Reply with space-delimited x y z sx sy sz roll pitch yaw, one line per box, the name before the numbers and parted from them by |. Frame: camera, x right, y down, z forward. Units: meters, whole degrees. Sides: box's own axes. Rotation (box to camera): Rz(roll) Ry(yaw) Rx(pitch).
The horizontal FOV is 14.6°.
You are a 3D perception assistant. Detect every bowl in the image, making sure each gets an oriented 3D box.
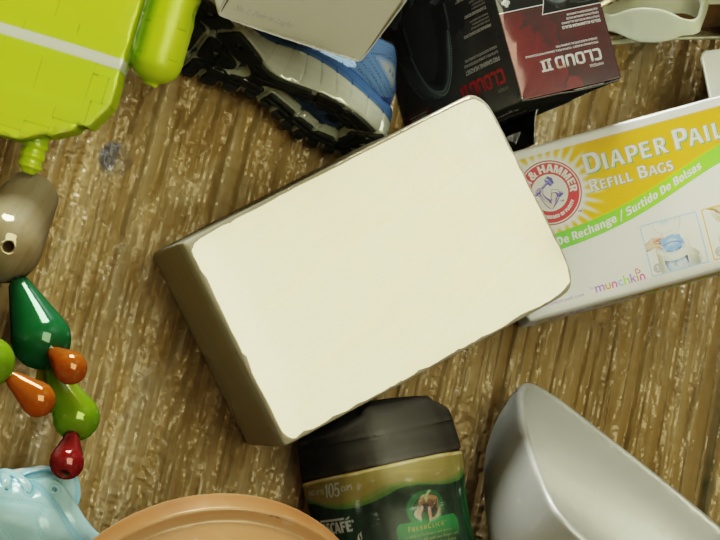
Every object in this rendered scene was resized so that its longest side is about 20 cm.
bowl | 0.150 0.175 1.678 0.199 0.200 0.075 38 107 -15

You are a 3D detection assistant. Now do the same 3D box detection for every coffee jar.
coffee jar | 0.024 0.176 1.642 0.085 0.104 0.202 -9 84 -25

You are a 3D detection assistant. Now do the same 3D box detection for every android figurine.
android figurine | -0.183 -0.158 1.599 0.181 0.041 0.202 15 89 2

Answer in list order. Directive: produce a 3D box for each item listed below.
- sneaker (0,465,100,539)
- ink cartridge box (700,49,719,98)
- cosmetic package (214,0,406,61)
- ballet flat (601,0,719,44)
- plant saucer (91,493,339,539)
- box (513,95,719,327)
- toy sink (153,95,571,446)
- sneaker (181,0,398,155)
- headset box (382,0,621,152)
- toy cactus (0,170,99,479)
sneaker | -0.201 0.135 1.561 0.200 0.074 0.082 38 65 -27
ink cartridge box | 0.298 -0.091 1.844 0.199 0.068 0.116 -7 84 -27
cosmetic package | -0.042 -0.224 1.638 0.103 0.073 0.201 17 39 -29
ballet flat | 0.227 -0.167 1.791 0.198 0.063 0.068 -5 123 1
plant saucer | -0.086 0.218 1.559 0.199 0.032 0.202 -7 118 -13
box | 0.180 -0.040 1.711 0.198 0.112 0.102 -15 87 1
toy sink | 0.000 0.000 1.643 0.199 0.112 0.131 -29 94 -14
sneaker | -0.060 -0.153 1.686 0.199 0.078 0.090 33 57 -24
headset box | 0.073 -0.170 1.703 0.077 0.149 0.202 -13 87 -26
toy cactus | -0.215 0.015 1.571 0.199 0.102 0.165 33 47 -6
